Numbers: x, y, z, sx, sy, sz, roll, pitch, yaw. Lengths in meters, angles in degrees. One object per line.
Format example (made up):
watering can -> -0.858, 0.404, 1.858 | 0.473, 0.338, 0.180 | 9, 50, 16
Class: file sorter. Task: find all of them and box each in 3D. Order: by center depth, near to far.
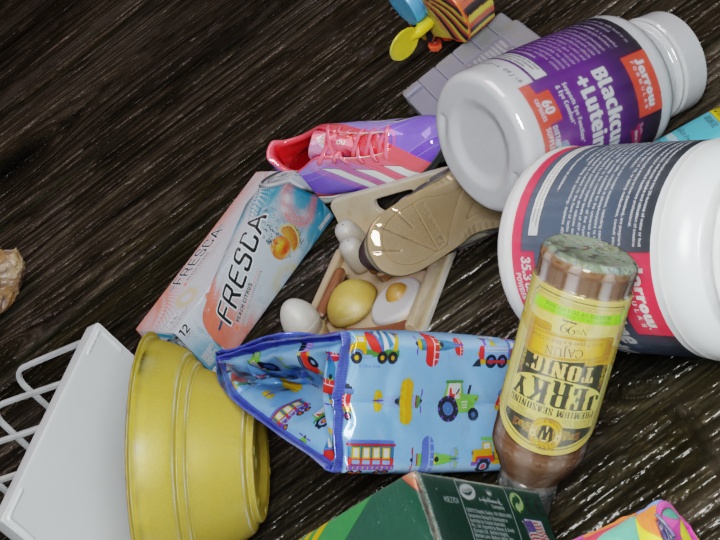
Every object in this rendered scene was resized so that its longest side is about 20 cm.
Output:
file sorter -> -0.241, 0.173, 1.302 | 0.124, 0.139, 0.200 | -20, 35, 36

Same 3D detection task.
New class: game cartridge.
game cartridge -> 0.123, -0.158, 1.438 | 0.129, 0.038, 0.200 | -35, 30, 1

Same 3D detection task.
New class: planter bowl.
planter bowl -> -0.113, 0.143, 1.192 | 0.083, 0.201, 0.201 | -3, 37, 4

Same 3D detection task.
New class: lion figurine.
lion figurine -> -0.427, 0.065, 1.740 | 0.122, 0.073, 0.200 | -15, 51, 16

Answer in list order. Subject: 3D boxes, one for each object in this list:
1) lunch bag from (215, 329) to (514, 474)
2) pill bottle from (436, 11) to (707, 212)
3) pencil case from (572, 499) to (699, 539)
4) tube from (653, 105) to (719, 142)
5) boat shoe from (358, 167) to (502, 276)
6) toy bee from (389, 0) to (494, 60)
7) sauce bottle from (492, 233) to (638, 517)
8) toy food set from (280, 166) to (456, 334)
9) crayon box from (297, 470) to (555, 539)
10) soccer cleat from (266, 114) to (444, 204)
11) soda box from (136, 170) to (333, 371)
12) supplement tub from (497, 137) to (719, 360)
lunch bag -> -0.002, 0.085, 1.136 | 0.200, 0.150, 0.094 | 4, 90, 59
pill bottle -> 0.166, -0.129, 1.222 | 0.200, 0.112, 0.111 | -25, 21, -29
pencil case -> 0.112, 0.204, 0.917 | 0.200, 0.088, 0.089 | -30, 31, 20
tube -> 0.240, -0.082, 1.195 | 0.200, 0.050, 0.078 | -31, 28, 7
boat shoe -> 0.083, -0.054, 1.276 | 0.200, 0.072, 0.065 | -30, 9, -19
toy bee -> 0.077, -0.258, 1.551 | 0.131, 0.109, 0.200 | -30, 36, 7
sauce bottle -> 0.119, 0.080, 0.996 | 0.065, 0.065, 0.201 | -133, 50, -60
toy food set -> 0.000, 0.000, 1.336 | 0.143, 0.060, 0.200 | -14, 39, 38
crayon box -> 0.005, 0.192, 0.974 | 0.200, 0.127, 0.051 | -35, 59, 28
soccer cleat -> -0.003, -0.106, 1.448 | 0.200, 0.073, 0.068 | -10, 59, 48
soda box -> -0.113, 0.001, 1.460 | 0.068, 0.064, 0.200 | 3, 51, 50
supplement tub -> 0.201, -0.014, 1.047 | 0.200, 0.140, 0.141 | 2, 50, 50
